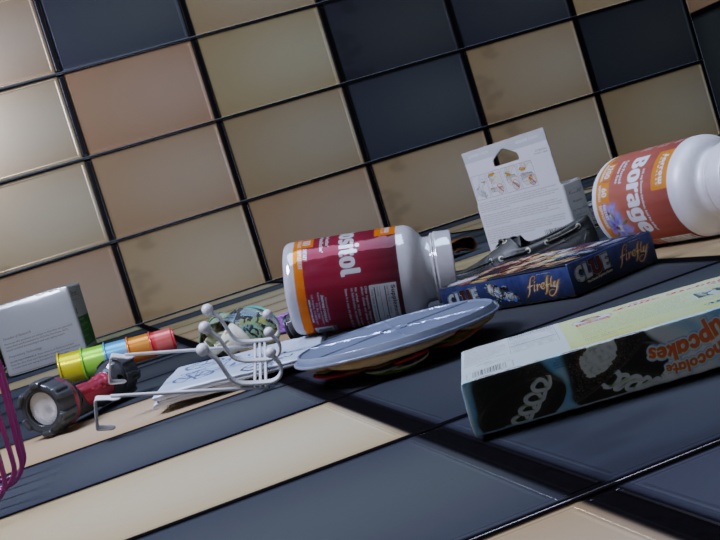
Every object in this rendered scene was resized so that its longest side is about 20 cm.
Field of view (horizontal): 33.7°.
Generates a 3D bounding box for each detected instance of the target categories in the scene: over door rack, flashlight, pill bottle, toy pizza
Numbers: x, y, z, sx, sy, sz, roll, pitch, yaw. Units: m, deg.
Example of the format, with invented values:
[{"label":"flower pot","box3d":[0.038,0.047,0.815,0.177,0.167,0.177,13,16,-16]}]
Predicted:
[{"label":"over door rack","box3d":[-0.183,0.092,1.251,0.199,0.067,0.148,-15,16,-1]},{"label":"flashlight","box3d":[-0.337,0.145,1.461,0.067,0.068,0.200,-17,4,22]},{"label":"pill bottle","box3d":[0.360,-0.090,1.329,0.112,0.113,0.200,-19,3,-27]},{"label":"pill bottle","box3d":[0.014,0.008,1.413,0.199,0.114,0.113,-9,4,5]},{"label":"toy pizza","box3d":[0.036,0.068,1.111,0.199,0.032,0.200,-16,3,1]}]

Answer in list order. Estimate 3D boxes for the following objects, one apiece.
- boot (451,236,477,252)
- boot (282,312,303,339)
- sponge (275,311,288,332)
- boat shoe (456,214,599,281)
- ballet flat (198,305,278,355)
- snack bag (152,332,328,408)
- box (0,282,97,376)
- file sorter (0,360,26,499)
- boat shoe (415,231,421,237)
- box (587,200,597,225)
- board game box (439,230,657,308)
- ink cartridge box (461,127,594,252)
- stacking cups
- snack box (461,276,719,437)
[{"label":"boot","box3d":[0.092,-0.020,2.241,0.188,0.069,0.200,-10,6,-36]},{"label":"boot","box3d":[-0.012,0.039,1.582,0.131,0.070,0.200,-30,-15,30]},{"label":"sponge","box3d":[-0.022,0.049,1.739,0.199,0.030,0.111,-14,5,39]},{"label":"boat shoe","box3d":[0.197,-0.017,1.458,0.199,0.057,0.069,-16,4,21]},{"label":"ballet flat","box3d":[-0.171,0.092,1.634,0.074,0.075,0.200,-19,2,-25]},{"label":"snack bag","box3d":[-0.129,0.111,1.360,0.199,0.022,0.189,-15,4,0]},{"label":"box","box3d":[-0.765,0.139,2.888,0.199,0.172,0.199,-18,3,-4]},{"label":"file sorter","box3d":[-0.369,0.146,1.025,0.125,0.140,0.200,-15,3,-8]},{"label":"boat shoe","box3d":[0.000,0.000,1.656,0.199,0.071,0.064,-25,4,-5]},{"label":"box","box3d":[0.437,-0.111,1.959,0.199,0.035,0.110,-17,3,11]},{"label":"board game box","box3d":[0.199,0.005,1.281,0.135,0.035,0.200,-20,4,-37]},{"label":"ink cartridge box","box3d":[0.246,-0.112,1.762,0.043,0.174,0.200,-19,4,-32]},{"label":"stacking cups","box3d":[-0.411,0.145,2.023,0.199,0.061,0.060,-14,3,-10]},{"label":"snack box","box3d":[0.161,0.048,0.736,0.199,0.037,0.116,-17,4,7]}]
